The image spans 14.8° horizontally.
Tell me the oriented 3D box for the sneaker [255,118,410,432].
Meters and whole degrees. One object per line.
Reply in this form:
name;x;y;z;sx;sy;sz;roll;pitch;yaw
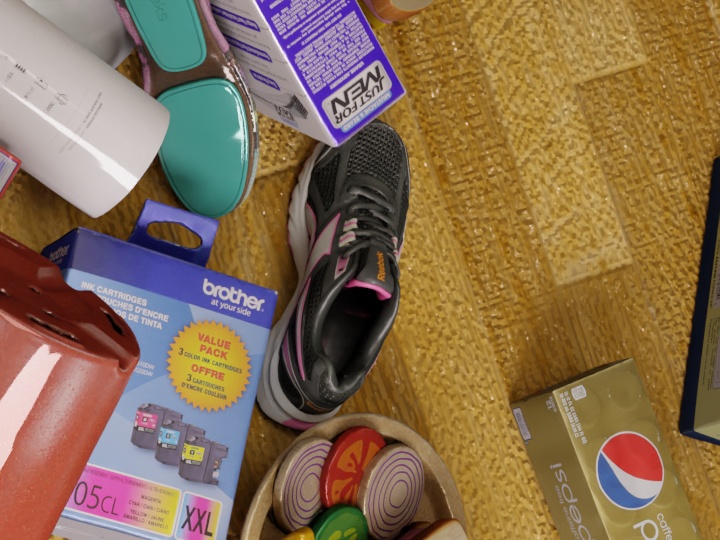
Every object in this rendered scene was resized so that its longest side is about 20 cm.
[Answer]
sneaker;0.000;0.000;1.706;0.080;0.086;0.201;17;73;-23

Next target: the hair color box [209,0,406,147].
hair color box;-0.061;-0.179;1.659;0.065;0.109;0.201;-36;119;-15

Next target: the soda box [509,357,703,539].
soda box;0.170;0.163;1.766;0.067;0.064;0.201;-20;89;-27

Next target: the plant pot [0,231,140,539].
plant pot;-0.227;0.086;1.477;0.200;0.201;0.196;30;101;-17

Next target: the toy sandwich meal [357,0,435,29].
toy sandwich meal;-0.020;-0.246;1.733;0.205;0.070;0.206;31;39;-29

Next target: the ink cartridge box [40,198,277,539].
ink cartridge box;-0.133;0.062;1.639;0.136;0.076;0.201;17;71;-21

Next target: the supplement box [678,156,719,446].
supplement box;0.324;0.015;1.791;0.134;0.200;0.201;15;74;-22

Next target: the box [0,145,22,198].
box;-0.309;-0.067;1.569;0.200;0.095;0.103;34;68;-16

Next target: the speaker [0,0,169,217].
speaker;-0.208;-0.116;1.591;0.200;0.081;0.081;36;67;-23

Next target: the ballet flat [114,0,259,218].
ballet flat;-0.104;-0.129;1.672;0.069;0.071;0.201;-11;125;9

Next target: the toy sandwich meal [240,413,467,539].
toy sandwich meal;0.012;0.186;1.650;0.204;0.070;0.207;-1;91;-42

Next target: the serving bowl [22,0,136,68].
serving bowl;-0.202;-0.206;1.663;0.199;0.066;0.201;5;77;-24
